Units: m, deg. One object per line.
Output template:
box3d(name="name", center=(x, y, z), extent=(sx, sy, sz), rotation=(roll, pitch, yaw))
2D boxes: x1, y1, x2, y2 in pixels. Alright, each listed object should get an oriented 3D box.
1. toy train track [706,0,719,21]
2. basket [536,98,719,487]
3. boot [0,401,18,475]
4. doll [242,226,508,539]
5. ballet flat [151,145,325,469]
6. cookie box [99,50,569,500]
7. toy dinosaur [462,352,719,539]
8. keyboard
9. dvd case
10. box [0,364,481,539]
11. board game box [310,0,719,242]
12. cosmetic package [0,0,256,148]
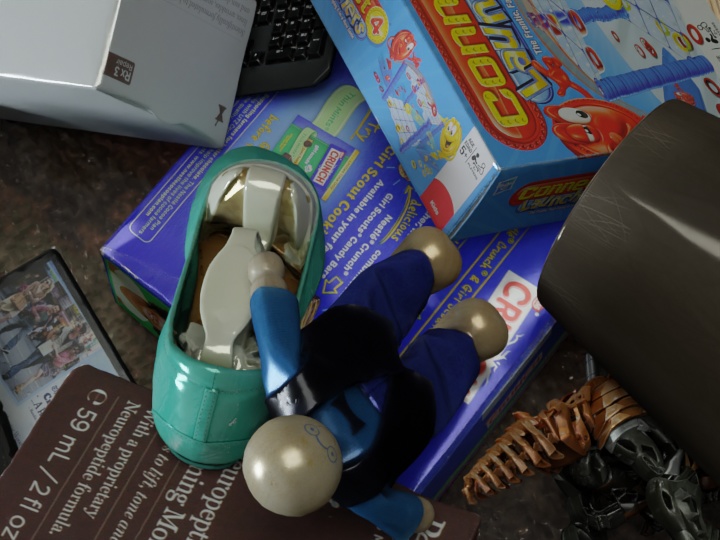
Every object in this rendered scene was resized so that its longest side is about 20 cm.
box3d(name="toy train track", center=(0.242, -0.135, 1.170), extent=(0.198, 0.033, 0.116), rotation=(-13, 71, -3))
box3d(name="basket", center=(0.190, 0.024, 0.981), extent=(0.199, 0.136, 0.181), rotation=(37, 102, 16))
box3d(name="boot", center=(-0.244, 0.053, 1.053), extent=(0.131, 0.070, 0.202), rotation=(-17, 94, -5))
box3d(name="doll", center=(-0.002, 0.047, 0.941), extent=(0.048, 0.200, 0.137), rotation=(-30, 99, 30))
box3d(name="ballet flat", center=(-0.048, -0.003, 0.995), extent=(0.067, 0.071, 0.201), rotation=(15, 44, -4))
box3d(name="cookie box", center=(0.000, 0.000, 1.108), extent=(0.199, 0.075, 0.171), rotation=(37, 75, 14))
box3d(name="toy dinosaur", center=(0.121, 0.098, 1.036), extent=(0.198, 0.102, 0.137), rotation=(-11, 70, -24))
box3d(name="keyboard", center=(-0.099, -0.133, 1.135), extent=(0.198, 0.040, 0.105), rotation=(-5, 54, 26))
box3d(name="dvd case", center=(-0.204, 0.097, 1.112), extent=(0.199, 0.018, 0.143), rotation=(-31, 72, -8))
box3d(name="box", center=(-0.075, 0.179, 0.976), extent=(0.198, 0.165, 0.166), rotation=(20, 44, 8))
box3d(name="board game box", center=(0.082, -0.122, 1.093), extent=(0.195, 0.056, 0.201), rotation=(-10, 62, -38))
box3d(name="cosmetic package", center=(-0.165, -0.120, 1.093), extent=(0.198, 0.113, 0.082), rotation=(8, 83, 29))
